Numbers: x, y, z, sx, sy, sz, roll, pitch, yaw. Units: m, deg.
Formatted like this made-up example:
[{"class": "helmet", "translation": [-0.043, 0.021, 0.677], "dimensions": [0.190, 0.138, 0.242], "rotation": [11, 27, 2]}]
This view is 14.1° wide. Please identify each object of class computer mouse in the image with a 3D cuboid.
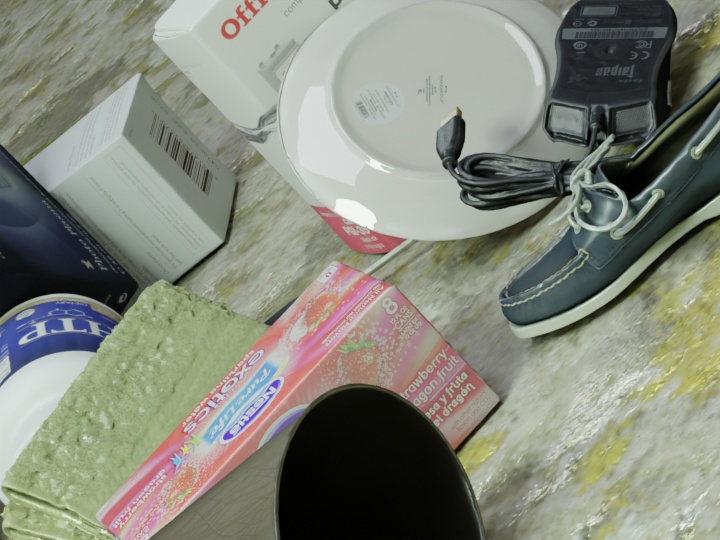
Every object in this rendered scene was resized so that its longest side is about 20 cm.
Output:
[{"class": "computer mouse", "translation": [0.117, -0.091, 1.696], "dimensions": [0.139, 0.046, 0.201], "rotation": [-4, 38, 10]}]

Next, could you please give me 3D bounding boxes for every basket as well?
[{"class": "basket", "translation": [-0.054, 0.173, 1.424], "dimensions": [0.200, 0.136, 0.181], "rotation": [-35, 25, 35]}]

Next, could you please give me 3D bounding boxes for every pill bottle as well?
[{"class": "pill bottle", "translation": [-0.184, 0.099, 1.850], "dimensions": [0.120, 0.120, 0.200], "rotation": [-42, 20, 4]}]

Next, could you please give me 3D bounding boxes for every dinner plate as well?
[{"class": "dinner plate", "translation": [0.047, -0.105, 1.752], "dimensions": [0.198, 0.024, 0.201], "rotation": [-3, 55, 4]}]

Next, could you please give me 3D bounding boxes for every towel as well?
[{"class": "towel", "translation": [-0.110, 0.098, 1.713], "dimensions": [0.037, 0.147, 0.201], "rotation": [88, -153, -51]}]

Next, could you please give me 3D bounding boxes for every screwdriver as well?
[{"class": "screwdriver", "translation": [0.000, 0.000, 1.813], "dimensions": [0.200, 0.029, 0.028], "rotation": [-41, 18, 25]}]

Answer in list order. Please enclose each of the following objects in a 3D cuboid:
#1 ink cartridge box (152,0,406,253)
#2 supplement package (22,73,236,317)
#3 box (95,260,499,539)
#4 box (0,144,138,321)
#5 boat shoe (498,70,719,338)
[{"class": "ink cartridge box", "translation": [-0.012, -0.132, 1.856], "dimensions": [0.147, 0.200, 0.083], "rotation": [-48, 17, -13]}, {"class": "supplement package", "translation": [-0.206, -0.029, 2.165], "dimensions": [0.200, 0.117, 0.118], "rotation": [-36, 20, 19]}, {"class": "box", "translation": [-0.035, 0.103, 1.578], "dimensions": [0.200, 0.095, 0.103], "rotation": [-46, 20, -8]}, {"class": "box", "translation": [-0.293, -0.015, 2.010], "dimensions": [0.124, 0.200, 0.198], "rotation": [-52, -21, 14]}, {"class": "boat shoe", "translation": [0.146, -0.038, 1.555], "dimensions": [0.200, 0.062, 0.075], "rotation": [-36, 22, 24]}]
